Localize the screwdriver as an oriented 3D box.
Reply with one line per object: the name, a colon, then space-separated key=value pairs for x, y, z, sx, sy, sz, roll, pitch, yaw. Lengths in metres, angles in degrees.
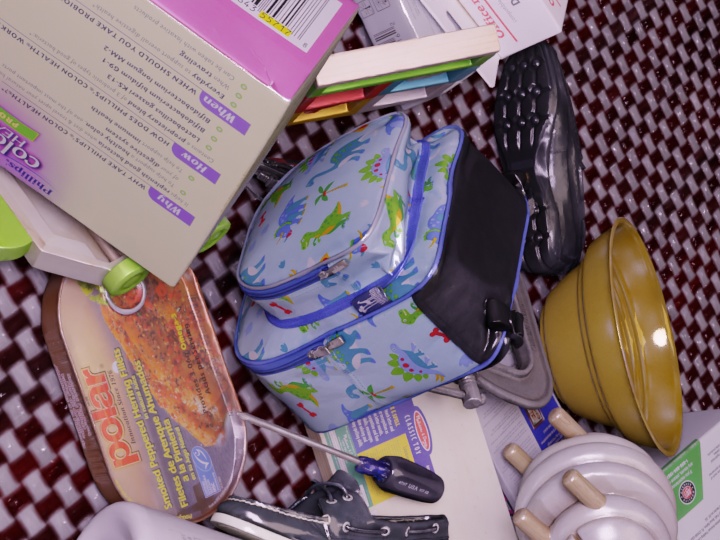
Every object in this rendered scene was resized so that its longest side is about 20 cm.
screwdriver: x=-0.015 y=0.132 z=0.968 sx=0.199 sy=0.029 sz=0.028 roll=22 pitch=40 yaw=-36

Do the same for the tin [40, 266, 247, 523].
tin: x=-0.146 y=0.073 z=0.925 sx=0.112 sy=0.042 sz=0.202 roll=-21 pitch=94 yaw=-43

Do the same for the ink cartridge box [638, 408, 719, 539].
ink cartridge box: x=0.304 y=0.244 z=1.222 sx=0.146 sy=0.083 sz=0.201 roll=-27 pitch=98 yaw=-39

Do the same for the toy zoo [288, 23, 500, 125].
toy zoo: x=0.011 y=-0.136 z=0.998 sx=0.130 sy=0.200 sz=0.021 roll=-13 pitch=89 yaw=-13

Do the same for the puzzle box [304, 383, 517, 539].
puzzle box: x=0.046 y=0.179 z=1.047 sx=0.132 sy=0.025 sz=0.202 roll=-20 pitch=94 yaw=-25

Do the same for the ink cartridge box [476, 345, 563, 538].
ink cartridge box: x=0.138 y=0.151 z=1.139 sx=0.095 sy=0.037 sz=0.201 roll=-39 pitch=103 yaw=-37

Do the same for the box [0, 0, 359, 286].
box: x=-0.127 y=-0.118 z=0.804 sx=0.175 sy=0.200 sz=0.097 roll=35 pitch=49 yaw=-4

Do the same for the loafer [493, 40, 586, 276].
loafer: x=0.159 y=-0.096 z=1.187 sx=0.070 sy=0.068 sz=0.203 roll=2 pitch=84 yaw=-49

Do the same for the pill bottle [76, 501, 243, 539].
pill bottle: x=-0.089 y=0.231 z=0.890 sx=0.199 sy=0.114 sz=0.115 roll=26 pitch=66 yaw=-32

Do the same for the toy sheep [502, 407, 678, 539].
toy sheep: x=0.178 y=0.189 z=1.051 sx=0.138 sy=0.137 sz=0.200 roll=51 pitch=20 yaw=-20

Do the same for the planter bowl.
planter bowl: x=0.204 y=0.062 z=1.158 sx=0.200 sy=0.083 sz=0.202 roll=45 pitch=39 yaw=-52

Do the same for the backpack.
backpack: x=0.000 y=0.000 z=0.947 sx=0.147 sy=0.199 sz=0.184 roll=42 pitch=37 yaw=-24

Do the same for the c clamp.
c clamp: x=0.087 y=0.031 z=1.079 sx=0.170 sy=0.027 sz=0.201 roll=25 pitch=40 yaw=-30

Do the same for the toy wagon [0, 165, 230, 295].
toy wagon: x=-0.184 y=-0.056 z=0.891 sx=0.199 sy=0.040 sz=0.156 roll=-31 pitch=79 yaw=-37

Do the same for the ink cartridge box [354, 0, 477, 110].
ink cartridge box: x=0.061 y=-0.242 z=1.160 sx=0.200 sy=0.047 sz=0.161 roll=-40 pitch=107 yaw=-54

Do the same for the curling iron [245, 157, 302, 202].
curling iron: x=-0.014 y=-0.065 z=1.060 sx=0.199 sy=0.026 sz=0.050 roll=4 pitch=39 yaw=-42

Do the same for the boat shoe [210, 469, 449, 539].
boat shoe: x=-0.012 y=0.175 z=0.961 sx=0.198 sy=0.074 sz=0.067 roll=22 pitch=77 yaw=-27

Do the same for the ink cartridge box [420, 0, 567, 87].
ink cartridge box: x=0.121 y=-0.263 z=1.149 sx=0.117 sy=0.067 sz=0.201 roll=45 pitch=43 yaw=-30
